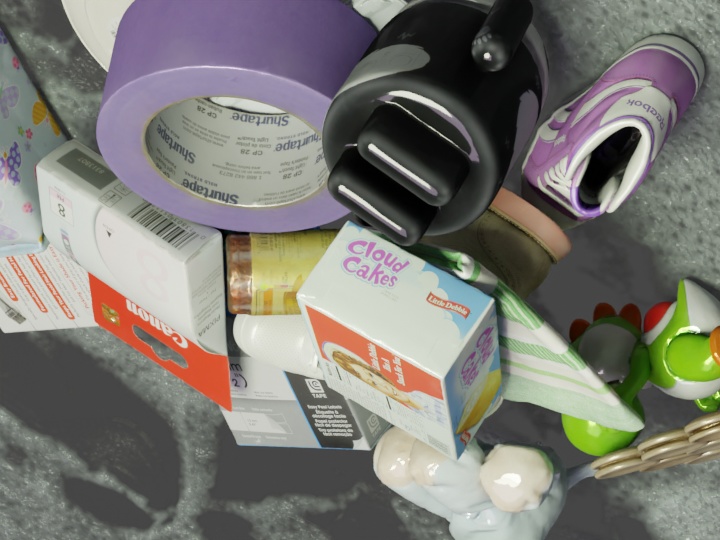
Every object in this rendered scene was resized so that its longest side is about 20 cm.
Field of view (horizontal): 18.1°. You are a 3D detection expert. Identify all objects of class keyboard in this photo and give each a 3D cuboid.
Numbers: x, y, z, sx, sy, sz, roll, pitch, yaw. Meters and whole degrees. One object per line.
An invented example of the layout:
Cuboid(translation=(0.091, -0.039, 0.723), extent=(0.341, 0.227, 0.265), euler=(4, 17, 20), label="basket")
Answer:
Cuboid(translation=(-0.031, -0.148, 1.615), extent=(0.056, 0.011, 0.200), euler=(29, 143, -30), label="keyboard")

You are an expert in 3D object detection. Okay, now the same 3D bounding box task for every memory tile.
Cuboid(translation=(0.272, 0.111, 1.614), extent=(0.200, 0.153, 0.017), euler=(-28, 73, 47), label="memory tile")

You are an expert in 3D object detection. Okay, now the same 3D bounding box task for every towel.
Cuboid(translation=(0.090, 0.042, 1.571), extent=(0.200, 0.023, 0.152), euler=(44, 163, -33), label="towel")

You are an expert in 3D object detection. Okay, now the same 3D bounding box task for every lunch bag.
Cuboid(translation=(-0.347, -0.100, 1.805), extent=(0.199, 0.127, 0.170), euler=(-9, 129, 27), label="lunch bag")

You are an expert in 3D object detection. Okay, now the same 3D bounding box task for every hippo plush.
Cuboid(translation=(0.086, 0.207, 1.732), extent=(0.159, 0.161, 0.200), euler=(8, 178, 25), label="hippo plush")

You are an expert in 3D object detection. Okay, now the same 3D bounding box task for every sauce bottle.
Cuboid(translation=(0.000, 0.000, 1.668), extent=(0.199, 0.066, 0.066), euler=(-2, 137, -2), label="sauce bottle")

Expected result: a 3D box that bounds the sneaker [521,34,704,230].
Cuboid(translation=(0.148, -0.067, 1.516), extent=(0.073, 0.114, 0.201), euler=(32, 142, -2), label="sneaker")

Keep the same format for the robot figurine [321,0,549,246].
Cuboid(translation=(0.051, -0.101, 1.473), extent=(0.150, 0.200, 0.125), euler=(-7, 121, 28), label="robot figurine")

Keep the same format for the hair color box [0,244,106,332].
Cuboid(translation=(-0.237, -0.013, 1.870), extent=(0.199, 0.064, 0.111), euler=(-5, 128, 35), label="hair color box")

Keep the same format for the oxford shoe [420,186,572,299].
Cuboid(translation=(0.056, -0.035, 1.602), extent=(0.200, 0.074, 0.071), euler=(28, 167, 45), label="oxford shoe")

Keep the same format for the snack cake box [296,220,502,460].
Cuboid(translation=(0.030, 0.051, 1.552), extent=(0.115, 0.067, 0.200), euler=(30, 165, 14), label="snack cake box")

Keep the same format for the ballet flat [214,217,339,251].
Cuboid(translation=(-0.098, -0.049, 1.731), extent=(0.200, 0.073, 0.073), euler=(-18, 120, 40), label="ballet flat")

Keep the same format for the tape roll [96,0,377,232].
Cuboid(translation=(-0.081, -0.115, 1.589), extent=(0.199, 0.085, 0.200), euler=(5, 148, 3), label="tape roll")

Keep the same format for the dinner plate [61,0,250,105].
Cuboid(translation=(-0.139, -0.182, 1.659), extent=(0.200, 0.024, 0.201), euler=(19, 139, 18), label="dinner plate")

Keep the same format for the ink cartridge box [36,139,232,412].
Cuboid(translation=(-0.173, 0.016, 1.741), extent=(0.162, 0.057, 0.200), euler=(32, 138, 28), label="ink cartridge box")

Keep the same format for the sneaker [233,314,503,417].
Cuboid(translation=(0.011, 0.064, 1.690), extent=(0.199, 0.116, 0.074), euler=(9, 105, -19), label="sneaker")

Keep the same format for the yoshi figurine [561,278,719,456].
Cuboid(translation=(0.219, 0.086, 1.636), extent=(0.200, 0.112, 0.112), euler=(-8, 133, 43), label="yoshi figurine")

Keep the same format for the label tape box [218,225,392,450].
Cuboid(translation=(-0.069, 0.047, 1.804), extent=(0.143, 0.066, 0.200), euler=(0, 127, 38), label="label tape box")
